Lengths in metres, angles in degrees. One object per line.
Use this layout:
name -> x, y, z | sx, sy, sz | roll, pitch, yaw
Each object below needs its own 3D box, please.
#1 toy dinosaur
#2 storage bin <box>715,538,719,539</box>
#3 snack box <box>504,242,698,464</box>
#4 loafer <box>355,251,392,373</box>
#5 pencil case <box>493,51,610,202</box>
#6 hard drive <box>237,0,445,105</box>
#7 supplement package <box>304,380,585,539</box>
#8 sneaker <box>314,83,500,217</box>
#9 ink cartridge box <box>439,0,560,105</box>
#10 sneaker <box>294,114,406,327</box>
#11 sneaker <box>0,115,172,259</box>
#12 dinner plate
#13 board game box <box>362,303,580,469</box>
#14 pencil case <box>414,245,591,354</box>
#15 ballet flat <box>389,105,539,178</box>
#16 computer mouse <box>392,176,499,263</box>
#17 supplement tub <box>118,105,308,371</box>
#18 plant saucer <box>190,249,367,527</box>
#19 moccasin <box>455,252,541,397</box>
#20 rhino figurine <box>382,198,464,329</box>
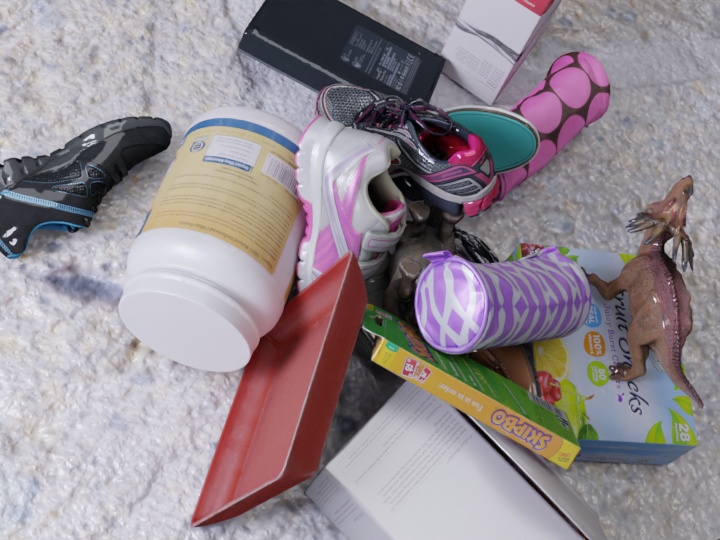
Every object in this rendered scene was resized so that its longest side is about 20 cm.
toy dinosaur -> 0.277, 0.023, 1.113 | 0.085, 0.136, 0.203 | -3, 65, -22
storage bin -> 0.285, 0.347, 1.030 | 0.092, 0.135, 0.203 | -7, 67, -22
snack box -> 0.229, 0.082, 1.185 | 0.166, 0.068, 0.203 | 6, 64, -17
loafer -> 0.000, 0.000, 1.144 | 0.069, 0.070, 0.202 | -19, 72, -26
pencil case -> 0.177, -0.151, 1.276 | 0.199, 0.093, 0.092 | -37, 125, -31
hard drive -> -0.016, -0.224, 1.252 | 0.198, 0.033, 0.140 | 28, 41, -4
supplement package -> 0.067, 0.209, 1.026 | 0.200, 0.120, 0.121 | 45, 68, 7
sneaker -> 0.042, -0.127, 1.095 | 0.198, 0.075, 0.081 | 28, 68, 27
ink cartridge box -> 0.169, -0.297, 1.279 | 0.082, 0.201, 0.147 | 33, 58, 4
sneaker -> -0.004, -0.032, 1.052 | 0.087, 0.203, 0.082 | 8, 30, 19
sneaker -> -0.256, -0.079, 1.105 | 0.198, 0.073, 0.083 | -27, 91, -23
dinner plate -> 0.150, 0.173, 1.042 | 0.200, 0.200, 0.024 | 44, 86, 6
board game box -> 0.085, 0.092, 0.993 | 0.198, 0.096, 0.030 | 32, 100, -3
pencil case -> 0.128, 0.023, 1.047 | 0.199, 0.083, 0.087 | -4, 89, -54
ballet flat -> 0.073, -0.124, 1.177 | 0.196, 0.070, 0.070 | -7, 64, 2
computer mouse -> 0.072, -0.067, 1.228 | 0.058, 0.034, 0.201 | -25, 76, -40
supplement tub -> -0.120, -0.028, 1.072 | 0.143, 0.145, 0.202 | 24, 58, -6
plant saucer -> -0.062, 0.107, 0.997 | 0.036, 0.200, 0.202 | 26, 58, -16
moccasin -> 0.103, 0.069, 1.130 | 0.077, 0.074, 0.203 | -19, 61, -18
rhino figurine -> 0.060, -0.020, 1.116 | 0.059, 0.088, 0.201 | 16, 38, 0
